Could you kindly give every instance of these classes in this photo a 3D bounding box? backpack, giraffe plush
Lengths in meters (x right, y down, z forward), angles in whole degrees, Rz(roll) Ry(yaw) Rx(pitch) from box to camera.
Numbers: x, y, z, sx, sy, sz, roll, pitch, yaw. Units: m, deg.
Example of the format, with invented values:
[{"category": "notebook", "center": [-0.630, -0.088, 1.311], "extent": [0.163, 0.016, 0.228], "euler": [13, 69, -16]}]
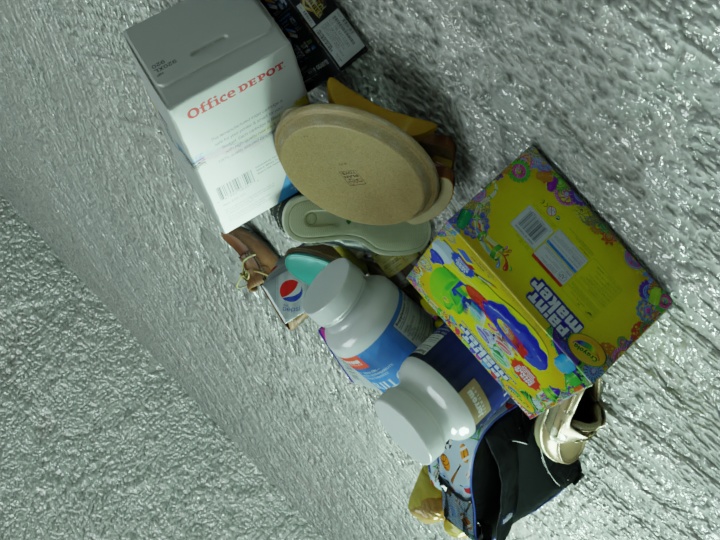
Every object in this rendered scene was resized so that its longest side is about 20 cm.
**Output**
[{"category": "backpack", "center": [0.171, 0.217, 1.519], "extent": [0.153, 0.199, 0.193], "euler": [33, 143, 36]}, {"category": "giraffe plush", "center": [0.156, 0.252, 1.694], "extent": [0.163, 0.169, 0.203], "euler": [116, 147, -59]}]

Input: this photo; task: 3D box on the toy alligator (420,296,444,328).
[{"category": "toy alligator", "center": [0.113, 0.052, 1.495], "extent": [0.054, 0.060, 0.201], "euler": [17, 151, 45]}]

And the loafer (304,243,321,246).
[{"category": "loafer", "center": [-0.048, -0.037, 1.689], "extent": [0.069, 0.070, 0.202], "euler": [8, 136, 51]}]

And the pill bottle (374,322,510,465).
[{"category": "pill bottle", "center": [0.116, 0.120, 1.406], "extent": [0.116, 0.200, 0.116], "euler": [42, 160, 19]}]

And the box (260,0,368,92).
[{"category": "box", "center": [-0.097, -0.292, 1.352], "extent": [0.200, 0.050, 0.200], "euler": [55, 161, -10]}]

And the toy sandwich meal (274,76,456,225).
[{"category": "toy sandwich meal", "center": [0.008, -0.122, 1.288], "extent": [0.202, 0.071, 0.206], "euler": [16, 150, 10]}]

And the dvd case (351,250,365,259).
[{"category": "dvd case", "center": [-0.055, -0.108, 1.553], "extent": [0.201, 0.016, 0.149], "euler": [51, -171, -6]}]

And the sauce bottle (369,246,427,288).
[{"category": "sauce bottle", "center": [0.011, -0.074, 1.497], "extent": [0.201, 0.064, 0.065], "euler": [54, 161, -5]}]

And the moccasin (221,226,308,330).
[{"category": "moccasin", "center": [-0.163, 0.011, 2.029], "extent": [0.202, 0.078, 0.074], "euler": [52, 161, -4]}]

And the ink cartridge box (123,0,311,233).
[{"category": "ink cartridge box", "center": [-0.142, -0.180, 1.331], "extent": [0.145, 0.146, 0.201], "euler": [54, 168, 37]}]

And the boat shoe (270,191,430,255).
[{"category": "boat shoe", "center": [-0.009, -0.060, 1.428], "extent": [0.067, 0.197, 0.073], "euler": [19, 101, 63]}]

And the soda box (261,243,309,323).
[{"category": "soda box", "center": [-0.085, 0.011, 1.730], "extent": [0.064, 0.068, 0.200], "euler": [58, -171, -8]}]

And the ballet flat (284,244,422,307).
[{"category": "ballet flat", "center": [0.000, 0.000, 1.596], "extent": [0.197, 0.073, 0.068], "euler": [18, 139, 20]}]

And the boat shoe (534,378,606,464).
[{"category": "boat shoe", "center": [0.244, 0.168, 1.406], "extent": [0.064, 0.071, 0.201], "euler": [37, 156, 34]}]

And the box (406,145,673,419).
[{"category": "box", "center": [0.170, 0.018, 1.215], "extent": [0.200, 0.122, 0.193], "euler": [48, 162, 6]}]

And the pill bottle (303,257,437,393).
[{"category": "pill bottle", "center": [0.026, 0.077, 1.499], "extent": [0.199, 0.113, 0.112], "euler": [40, 166, -24]}]

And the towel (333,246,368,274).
[{"category": "towel", "center": [-0.065, -0.082, 1.520], "extent": [0.200, 0.023, 0.144], "euler": [45, -167, -40]}]

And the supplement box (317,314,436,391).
[{"category": "supplement box", "center": [0.040, 0.100, 1.696], "extent": [0.102, 0.103, 0.199], "euler": [57, 161, -18]}]
